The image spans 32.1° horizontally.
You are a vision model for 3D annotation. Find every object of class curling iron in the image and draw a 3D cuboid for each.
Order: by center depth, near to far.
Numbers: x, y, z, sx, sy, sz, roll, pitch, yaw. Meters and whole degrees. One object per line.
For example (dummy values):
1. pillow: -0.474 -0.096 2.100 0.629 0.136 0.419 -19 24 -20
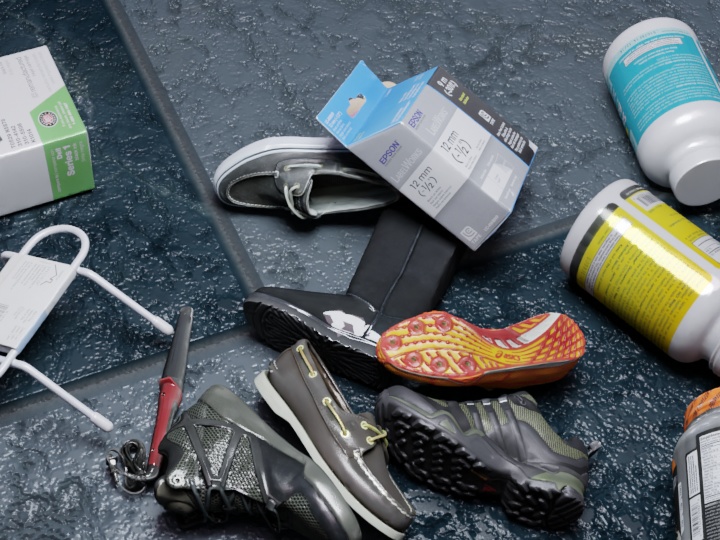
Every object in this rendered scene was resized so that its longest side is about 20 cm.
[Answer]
1. curling iron: -0.180 0.109 1.119 0.049 0.026 0.202 13 51 2

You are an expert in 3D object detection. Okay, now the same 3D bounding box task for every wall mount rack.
1. wall mount rack: -0.276 0.056 1.121 0.172 0.075 0.201 12 50 19

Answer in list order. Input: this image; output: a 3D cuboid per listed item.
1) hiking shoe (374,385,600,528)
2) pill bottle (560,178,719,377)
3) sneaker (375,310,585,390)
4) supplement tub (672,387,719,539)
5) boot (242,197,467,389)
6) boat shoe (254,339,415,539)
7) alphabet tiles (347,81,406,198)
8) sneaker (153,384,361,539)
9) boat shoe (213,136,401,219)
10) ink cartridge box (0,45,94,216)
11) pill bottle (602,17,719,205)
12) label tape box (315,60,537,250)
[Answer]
1. hiking shoe: 0.109 0.145 1.093 0.198 0.076 0.101 27 44 5
2. pill bottle: 0.295 0.013 1.181 0.112 0.113 0.200 -34 61 -28
3. sneaker: 0.107 0.083 1.126 0.197 0.077 0.074 3 55 -18
4. supplement tub: 0.318 0.202 1.021 0.121 0.123 0.202 8 50 2
5. boot: 0.001 0.000 1.196 0.163 0.066 0.201 25 55 5
6. boat shoe: -0.014 0.141 1.068 0.061 0.072 0.201 -45 60 3
7. alphabet tiles: 0.069 -0.133 1.340 0.199 0.015 0.195 38 50 23
8. sneaker: -0.094 0.188 1.033 0.199 0.077 0.114 35 58 26
9. boat shoe: -0.053 -0.089 1.241 0.197 0.073 0.071 -9 45 9
10. ink cartridge box: -0.387 -0.129 1.260 0.198 0.085 0.147 -19 54 -20
11. pill bottle: 0.335 -0.166 1.332 0.109 0.111 0.202 -5 51 -8
12. label tape box: 0.069 -0.132 1.221 0.199 0.066 0.144 40 35 -6
